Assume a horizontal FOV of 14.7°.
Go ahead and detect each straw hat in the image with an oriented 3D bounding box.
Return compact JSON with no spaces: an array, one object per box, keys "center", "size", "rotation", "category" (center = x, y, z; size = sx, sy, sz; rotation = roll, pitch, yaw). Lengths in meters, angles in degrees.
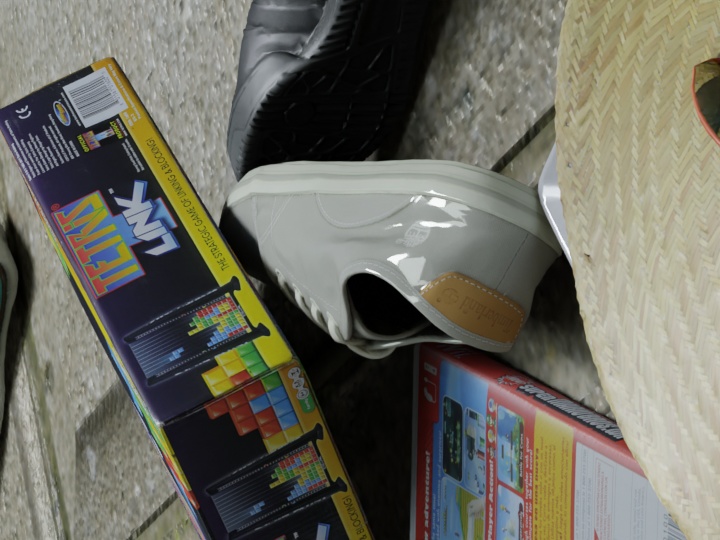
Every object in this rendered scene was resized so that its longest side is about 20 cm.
[{"center":[0.125,-0.026,0.648],"size":[0.201,0.085,0.202],"rotation":[171,90,-68],"category":"straw hat"}]

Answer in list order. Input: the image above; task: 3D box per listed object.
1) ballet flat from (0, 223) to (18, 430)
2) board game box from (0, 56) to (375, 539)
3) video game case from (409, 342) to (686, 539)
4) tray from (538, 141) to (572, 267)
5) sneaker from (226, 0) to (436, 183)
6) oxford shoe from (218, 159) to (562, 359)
[{"center":[-0.218,0.049,1.483],"size":[0.070,0.069,0.200],"rotation":[61,142,43],"category":"ballet flat"},{"center":[-0.059,0.041,1.032],"size":[0.200,0.057,0.166],"rotation":[57,170,48],"category":"board game box"},{"center":[0.065,0.113,0.894],"size":[0.200,0.017,0.143],"rotation":[-153,62,-63],"category":"video game case"},{"center":[0.105,-0.052,0.768],"size":[0.200,0.022,0.108],"rotation":[111,146,-45],"category":"tray"},{"center":[-0.010,-0.127,0.975],"size":[0.200,0.060,0.104],"rotation":[-64,37,43],"category":"sneaker"},{"center":[0.000,0.000,0.945],"size":[0.200,0.075,0.058],"rotation":[-1,67,63],"category":"oxford shoe"}]
